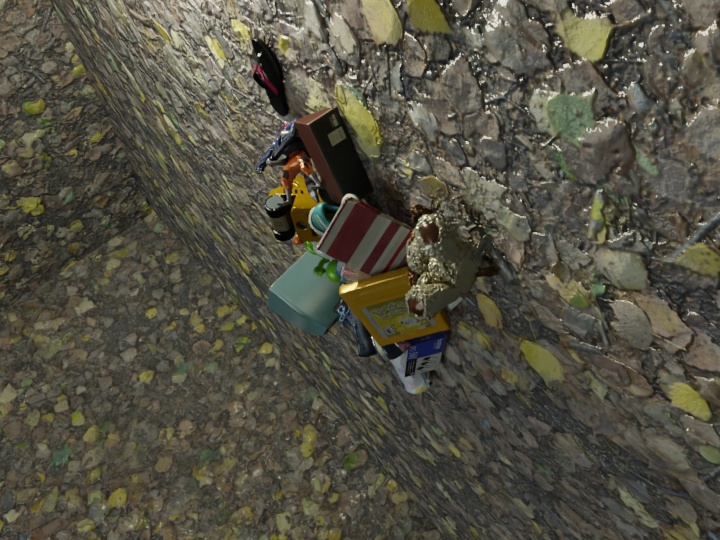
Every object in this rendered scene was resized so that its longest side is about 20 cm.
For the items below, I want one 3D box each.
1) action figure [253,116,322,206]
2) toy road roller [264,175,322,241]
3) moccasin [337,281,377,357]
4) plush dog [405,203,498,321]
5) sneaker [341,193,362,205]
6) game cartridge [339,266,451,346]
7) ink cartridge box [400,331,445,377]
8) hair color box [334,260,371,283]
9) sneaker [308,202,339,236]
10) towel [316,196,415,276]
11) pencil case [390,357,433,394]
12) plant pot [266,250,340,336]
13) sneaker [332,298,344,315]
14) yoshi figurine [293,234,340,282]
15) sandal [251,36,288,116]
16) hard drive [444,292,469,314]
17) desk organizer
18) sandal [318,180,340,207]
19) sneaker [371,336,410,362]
[{"bbox_3d":[-0.153,-0.239,1.449,0.200,0.104,0.194,-28,63,50],"label":"action figure"},{"bbox_3d":[-0.138,-0.163,1.633,0.199,0.146,0.123,5,144,12],"label":"toy road roller"},{"bbox_3d":[-0.015,0.121,1.560,0.080,0.068,0.200,-54,-58,-78],"label":"moccasin"},{"bbox_3d":[0.144,-0.028,1.197,0.172,0.160,0.201,-134,44,-54],"label":"plush dog"},{"bbox_3d":[0.037,-0.093,1.351,0.075,0.085,0.200,13,143,52],"label":"sneaker"},{"bbox_3d":[0.076,0.079,1.375,0.200,0.176,0.033,53,-151,-42],"label":"game cartridge"},{"bbox_3d":[0.150,0.197,1.594,0.200,0.094,0.044,89,166,-60],"label":"ink cartridge box"},{"bbox_3d":[0.000,0.000,1.500,0.100,0.061,0.200,16,-177,-7],"label":"hair color box"},{"bbox_3d":[-0.015,-0.089,1.398,0.199,0.078,0.080,19,152,-12],"label":"sneaker"},{"bbox_3d":[0.029,-0.053,1.303,0.200,0.023,0.144,25,125,-11],"label":"towel"},{"bbox_3d":[0.124,0.240,1.759,0.200,0.083,0.091,60,161,-21],"label":"pencil case"},{"bbox_3d":[-0.137,0.079,1.927,0.200,0.196,0.196,42,160,4],"label":"plant pot"},{"bbox_3d":[0.007,0.096,1.708,0.115,0.076,0.200,37,-162,7],"label":"sneaker"},{"bbox_3d":[-0.087,-0.041,1.710,0.200,0.112,0.112,45,154,10],"label":"yoshi figurine"},{"bbox_3d":[-0.200,-0.407,1.402,0.075,0.045,0.200,40,158,31],"label":"sandal"},{"bbox_3d":[0.156,0.034,1.407,0.132,0.026,0.200,49,161,8],"label":"hard drive"},{"bbox_3d":[-0.056,-0.235,1.344,0.077,0.072,0.200,29,150,54],"label":"desk organizer"},{"bbox_3d":[-0.027,-0.123,1.474,0.200,0.082,0.055,52,180,-9],"label":"sandal"},{"bbox_3d":[0.058,0.112,1.524,0.070,0.082,0.200,33,-147,-63],"label":"sneaker"}]
